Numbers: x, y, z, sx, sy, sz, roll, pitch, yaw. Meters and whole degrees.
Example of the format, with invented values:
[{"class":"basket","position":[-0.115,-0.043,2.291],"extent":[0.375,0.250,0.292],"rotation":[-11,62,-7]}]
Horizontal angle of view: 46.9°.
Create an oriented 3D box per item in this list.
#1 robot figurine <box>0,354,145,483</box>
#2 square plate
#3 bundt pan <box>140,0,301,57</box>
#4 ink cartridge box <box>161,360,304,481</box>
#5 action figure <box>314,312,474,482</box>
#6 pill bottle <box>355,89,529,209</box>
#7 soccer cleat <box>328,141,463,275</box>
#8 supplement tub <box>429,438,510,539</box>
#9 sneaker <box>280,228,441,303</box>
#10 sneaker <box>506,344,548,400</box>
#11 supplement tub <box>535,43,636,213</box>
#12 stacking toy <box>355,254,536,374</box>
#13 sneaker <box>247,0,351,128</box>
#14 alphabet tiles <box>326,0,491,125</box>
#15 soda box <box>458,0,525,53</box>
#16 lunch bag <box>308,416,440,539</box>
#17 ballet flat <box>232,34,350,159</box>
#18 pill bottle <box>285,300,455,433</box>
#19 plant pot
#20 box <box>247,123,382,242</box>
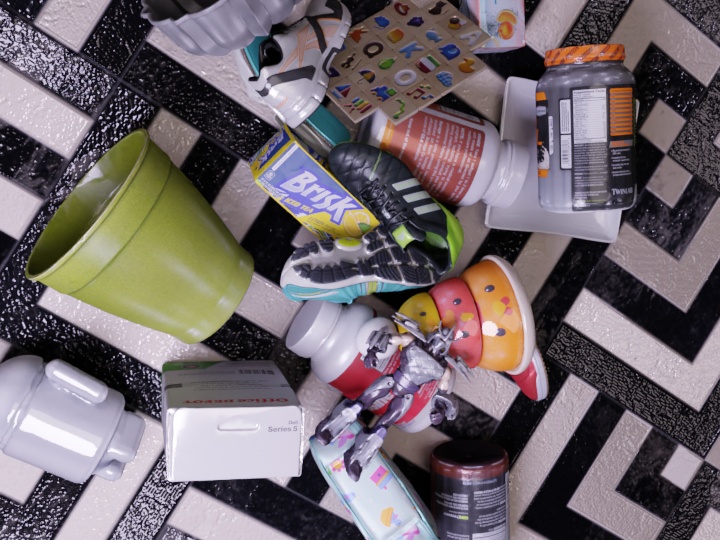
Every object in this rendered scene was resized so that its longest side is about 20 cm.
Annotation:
[{"class":"robot figurine","position":[-0.353,0.170,0.954],"extent":[0.200,0.113,0.170],"rotation":[29,119,-18]},{"class":"square plate","position":[0.269,-0.146,1.117],"extent":[0.200,0.028,0.198],"rotation":[6,96,-16]},{"class":"bundt pan","position":[-0.137,-0.311,0.909],"extent":[0.202,0.202,0.076],"rotation":[-43,131,-5]},{"class":"ink cartridge box","position":[-0.155,0.168,0.961],"extent":[0.145,0.200,0.084],"rotation":[1,98,-15]},{"class":"action figure","position":[0.041,0.134,0.917],"extent":[0.130,0.069,0.200],"rotation":[42,101,3]},{"class":"pill bottle","position":[0.099,-0.143,1.021],"extent":[0.200,0.112,0.112],"rotation":[16,94,-11]},{"class":"soccer cleat","position":[0.044,-0.073,0.954],"extent":[0.200,0.081,0.068],"rotation":[37,131,-21]},{"class":"supplement tub","position":[0.147,0.337,1.116],"extent":[0.107,0.107,0.200],"rotation":[-4,100,-14]},{"class":"sneaker","position":[0.000,0.000,0.985],"extent":[0.200,0.080,0.078],"rotation":[-2,60,-22]},{"class":"sneaker","position":[0.169,0.100,1.104],"extent":[0.112,0.071,0.200],"rotation":[-27,96,-14]},{"class":"supplement tub","position":[0.282,-0.176,1.038],"extent":[0.122,0.123,0.200],"rotation":[-5,99,-14]},{"class":"stacking toy","position":[0.092,0.070,0.976],"extent":[0.200,0.146,0.146],"rotation":[-13,101,-12]},{"class":"sneaker","position":[-0.068,-0.258,0.945],"extent":[0.080,0.074,0.200],"rotation":[34,48,-25]},{"class":"alphabet tiles","position":[0.048,-0.254,0.989],"extent":[0.200,0.166,0.006],"rotation":[-34,148,-12]},{"class":"soda box","position":[0.160,-0.375,1.034],"extent":[0.063,0.068,0.200],"rotation":[-5,99,-14]},{"class":"lunch bag","position":[0.016,0.265,1.029],"extent":[0.077,0.160,0.200],"rotation":[-35,81,-3]},{"class":"ballet flat","position":[-0.096,-0.207,0.993],"extent":[0.069,0.069,0.200],"rotation":[-44,105,-5]},{"class":"pill bottle","position":[0.012,0.111,1.043],"extent":[0.200,0.112,0.112],"rotation":[34,89,-16]},{"class":"plant pot","position":[-0.231,-0.019,0.932],"extent":[0.193,0.200,0.200],"rotation":[41,86,-29]},{"class":"box","position":[-0.040,-0.080,0.997],"extent":[0.070,0.064,0.200],"rotation":[-43,120,9]}]
